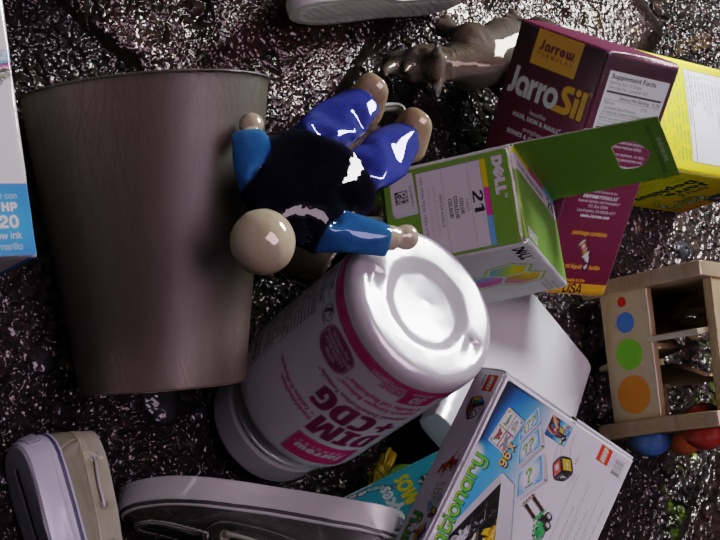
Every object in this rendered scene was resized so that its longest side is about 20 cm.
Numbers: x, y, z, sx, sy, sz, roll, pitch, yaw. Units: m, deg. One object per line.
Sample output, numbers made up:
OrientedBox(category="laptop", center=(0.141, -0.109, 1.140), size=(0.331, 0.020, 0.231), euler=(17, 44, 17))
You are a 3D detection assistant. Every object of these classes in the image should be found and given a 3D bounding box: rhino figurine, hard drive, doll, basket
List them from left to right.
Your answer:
OrientedBox(category="basket", center=(-0.140, -0.022, 0.894), size=(0.136, 0.179, 0.202), euler=(-1, 87, -67))
OrientedBox(category="doll", center=(-0.019, -0.057, 0.849), size=(0.136, 0.049, 0.200), euler=(39, 40, 5))
OrientedBox(category="rhino figurine", center=(0.095, -0.183, 1.131), size=(0.199, 0.087, 0.060), euler=(-16, 119, -37))
OrientedBox(category="hard drive", center=(0.124, 0.100, 1.093), size=(0.132, 0.026, 0.200), euler=(49, 38, -16))

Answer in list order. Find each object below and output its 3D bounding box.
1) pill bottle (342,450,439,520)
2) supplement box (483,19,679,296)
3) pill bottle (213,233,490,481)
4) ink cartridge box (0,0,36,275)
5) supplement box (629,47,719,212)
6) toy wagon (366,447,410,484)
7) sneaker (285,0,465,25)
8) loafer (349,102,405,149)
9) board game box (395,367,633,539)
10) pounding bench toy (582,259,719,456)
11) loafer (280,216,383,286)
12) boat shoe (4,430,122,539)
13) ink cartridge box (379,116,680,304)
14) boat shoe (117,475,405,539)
OrientedBox(category="pill bottle", center=(0.028, 0.203, 0.943), size=(0.199, 0.111, 0.111), euler=(-26, 95, -4))
OrientedBox(category="supplement box", center=(0.167, -0.092, 1.099), size=(0.085, 0.110, 0.201), euler=(3, 109, -37))
OrientedBox(category="pill bottle", center=(-0.013, 0.067, 0.916), size=(0.113, 0.200, 0.114), euler=(20, 52, -27))
OrientedBox(category="ink cartridge box", center=(-0.296, -0.088, 0.791), size=(0.144, 0.147, 0.201), euler=(-4, 81, -37))
OrientedBox(category="supplement box", center=(0.265, -0.127, 1.237), size=(0.199, 0.109, 0.110), euler=(6, 75, -34))
OrientedBox(category="toy wagon", center=(0.074, 0.209, 1.056), size=(0.200, 0.039, 0.156), euler=(40, 58, -21))
OrientedBox(category="sneaker", center=(0.007, -0.249, 1.100), size=(0.199, 0.078, 0.080), euler=(-16, 93, -49))
OrientedBox(category="loafer", center=(-0.035, -0.071, 1.020), size=(0.070, 0.070, 0.200), euler=(42, 52, 6))
OrientedBox(category="board game box", center=(0.087, 0.180, 0.860), size=(0.126, 0.035, 0.201), euler=(34, 76, -25))
OrientedBox(category="pounding bench toy", center=(0.315, 0.086, 1.207), size=(0.199, 0.124, 0.157), euler=(6, 75, -45))
OrientedBox(category="loafer", center=(0.000, 0.000, 0.999), size=(0.200, 0.070, 0.076), euler=(11, 110, -56))
OrientedBox(category="boat shoe", center=(-0.172, 0.198, 0.858), size=(0.062, 0.072, 0.201), euler=(-12, 83, -35))
OrientedBox(category="ink cartridge box", center=(0.130, -0.037, 0.966), size=(0.148, 0.199, 0.076), euler=(34, 47, -66))
OrientedBox(category="boat shoe", center=(-0.072, 0.178, 0.876), size=(0.071, 0.199, 0.064), euler=(63, 34, -61))
